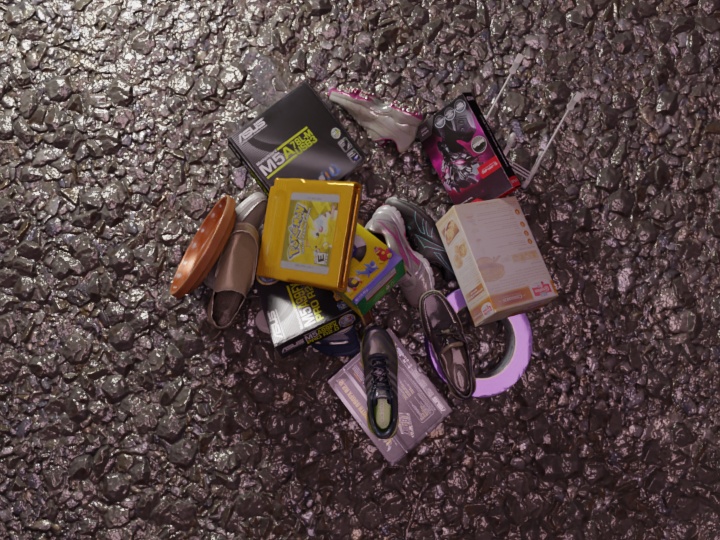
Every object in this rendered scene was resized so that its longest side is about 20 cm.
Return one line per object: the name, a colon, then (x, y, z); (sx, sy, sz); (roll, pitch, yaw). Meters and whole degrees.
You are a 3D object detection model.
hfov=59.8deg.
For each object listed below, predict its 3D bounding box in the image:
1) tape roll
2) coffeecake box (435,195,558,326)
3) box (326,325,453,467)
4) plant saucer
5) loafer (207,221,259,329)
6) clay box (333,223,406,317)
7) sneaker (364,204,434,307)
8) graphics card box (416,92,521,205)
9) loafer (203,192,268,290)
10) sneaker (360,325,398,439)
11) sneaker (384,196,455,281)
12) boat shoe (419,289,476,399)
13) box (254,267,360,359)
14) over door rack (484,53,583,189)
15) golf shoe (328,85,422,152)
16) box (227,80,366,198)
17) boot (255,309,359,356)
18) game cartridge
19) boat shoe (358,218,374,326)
tape roll: (0.220, 0.132, 1.180); (0.193, 0.066, 0.207); (0, 85, -1)
coffeecake box: (0.245, -0.020, 1.130); (0.150, 0.073, 0.205); (-10, 71, -28)
box: (0.055, 0.234, 1.176); (0.157, 0.048, 0.201); (-40, 87, -3)
plant saucer: (-0.277, -0.040, 1.120); (0.032, 0.200, 0.204); (31, 86, -21)
loafer: (-0.224, 0.016, 1.119); (0.074, 0.068, 0.206); (11, 104, -19)
clay box: (-0.026, -0.024, 1.097); (0.115, 0.048, 0.199); (-42, 57, -13)
sneaker: (0.063, -0.015, 1.160); (0.088, 0.081, 0.203); (-30, 89, -45)
graphics card box: (0.201, -0.215, 1.183); (0.124, 0.050, 0.204); (-30, 85, 36)
loafer: (-0.227, -0.051, 1.176); (0.069, 0.070, 0.203); (34, 93, 33)
sneaker: (0.040, 0.201, 1.113); (0.071, 0.081, 0.207); (-7, 86, -2)
sneaker: (0.119, -0.062, 1.188); (0.198, 0.075, 0.080); (37, 88, 2)
boat shoe: (0.160, 0.131, 1.113); (0.070, 0.065, 0.206); (-17, 86, -2)
box: (-0.104, 0.039, 1.136); (0.156, 0.045, 0.203); (-23, 50, -2)
over door rack: (0.311, -0.282, 1.205); (0.145, 0.067, 0.203); (30, 106, 2)
golf shoe: (0.020, -0.293, 1.205); (0.196, 0.075, 0.094); (24, 118, 16)
box: (-0.119, -0.227, 1.192); (0.199, 0.047, 0.195); (-38, 90, -16)
boot: (-0.099, 0.119, 1.169); (0.194, 0.092, 0.074); (2, 41, 21)
game cartridge: (-0.093, -0.066, 1.074); (0.195, 0.032, 0.182); (8, 88, 36)
boat shoe: (0.000, 0.000, 1.181); (0.065, 0.072, 0.206); (-14, 83, -2)
